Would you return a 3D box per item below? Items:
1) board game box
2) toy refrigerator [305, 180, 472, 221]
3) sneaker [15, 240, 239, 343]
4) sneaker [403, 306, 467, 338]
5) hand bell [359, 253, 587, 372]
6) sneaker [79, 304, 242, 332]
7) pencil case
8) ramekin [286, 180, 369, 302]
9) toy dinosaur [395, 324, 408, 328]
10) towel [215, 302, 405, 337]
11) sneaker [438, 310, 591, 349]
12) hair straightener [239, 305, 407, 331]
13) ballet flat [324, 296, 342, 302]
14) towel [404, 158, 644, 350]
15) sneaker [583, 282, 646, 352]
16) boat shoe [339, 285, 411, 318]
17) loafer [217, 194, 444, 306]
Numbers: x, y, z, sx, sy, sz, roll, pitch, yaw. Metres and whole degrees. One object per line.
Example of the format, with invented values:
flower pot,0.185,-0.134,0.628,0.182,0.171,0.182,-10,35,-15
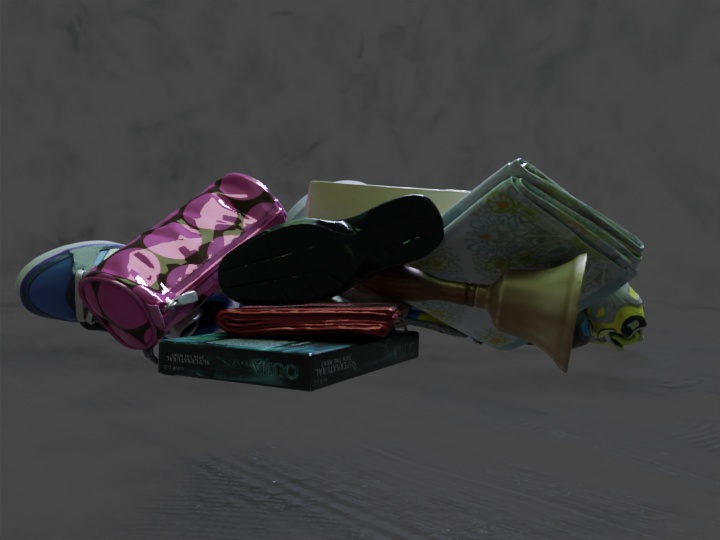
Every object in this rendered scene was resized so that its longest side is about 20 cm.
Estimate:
board game box,-0.050,0.067,0.653,0.135,0.028,0.200,2,1,27
toy refrigerator,0.044,-0.047,0.812,0.200,0.070,0.076,4,-14,-6
sneaker,-0.216,0.028,0.752,0.200,0.081,0.146,-3,19,-28
sneaker,0.063,0.024,0.915,0.066,0.079,0.200,23,-9,-37
hand bell,0.093,0.019,0.702,0.200,0.104,0.104,11,3,16
sneaker,-0.222,0.049,0.883,0.200,0.078,0.090,-2,21,-18
pencil case,-0.145,-0.012,0.697,0.094,0.091,0.200,-9,29,41
ramekin,-0.020,-0.019,1.145,0.200,0.200,0.105,1,33,-38
toy dinosaur,0.050,0.058,1.056,0.088,0.048,0.200,10,-1,-40
towel,-0.034,0.041,0.704,0.144,0.023,0.200,0,0,6
sneaker,0.168,0.061,0.887,0.082,0.073,0.200,-30,21,-29
hair straightener,-0.034,0.066,0.867,0.200,0.041,0.077,7,5,-23
ballet flat,-0.060,0.047,0.979,0.072,0.072,0.200,2,3,14
towel,0.140,-0.005,0.749,0.171,0.048,0.200,30,-46,-23
sneaker,0.273,0.060,0.880,0.075,0.076,0.200,-31,-21,6
boat shoe,0.000,0.000,0.887,0.076,0.072,0.200,30,-2,-32
loafer,-0.027,-0.010,0.687,0.200,0.073,0.072,-13,-6,-16
